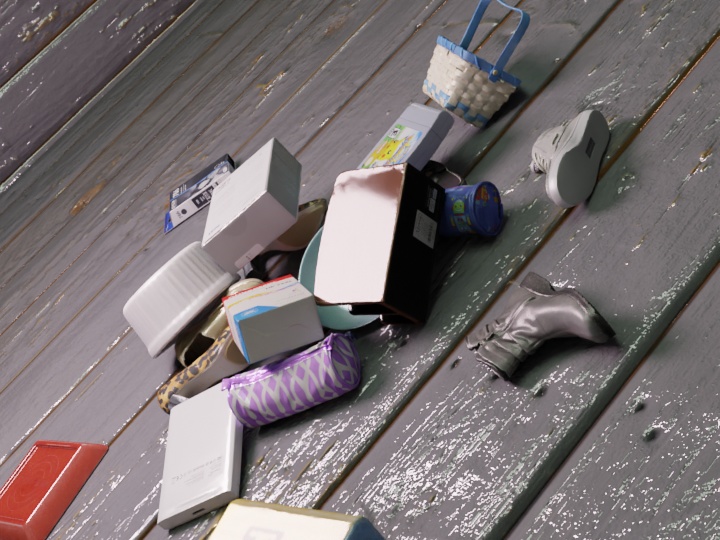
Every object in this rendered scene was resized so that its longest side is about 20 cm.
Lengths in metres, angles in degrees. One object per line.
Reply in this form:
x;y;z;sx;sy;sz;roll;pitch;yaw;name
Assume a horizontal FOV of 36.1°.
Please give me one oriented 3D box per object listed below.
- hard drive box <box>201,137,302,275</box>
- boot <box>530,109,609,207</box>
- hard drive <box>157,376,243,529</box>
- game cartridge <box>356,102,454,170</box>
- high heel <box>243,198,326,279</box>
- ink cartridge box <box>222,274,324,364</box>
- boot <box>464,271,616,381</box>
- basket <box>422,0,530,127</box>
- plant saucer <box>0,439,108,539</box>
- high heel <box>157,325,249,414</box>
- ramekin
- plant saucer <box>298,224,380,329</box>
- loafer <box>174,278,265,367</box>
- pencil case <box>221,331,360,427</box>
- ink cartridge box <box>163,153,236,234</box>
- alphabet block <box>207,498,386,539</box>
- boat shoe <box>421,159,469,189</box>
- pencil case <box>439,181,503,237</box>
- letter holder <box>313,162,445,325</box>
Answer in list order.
-0.180;-0.111;1.855;0.155;0.077;0.201;-38;24;21;hard drive box
0.281;-0.147;1.556;0.095;0.074;0.201;-20;25;42;boot
-0.225;0.257;1.574;0.131;0.027;0.202;-27;39;22;hard drive
0.059;-0.180;1.758;0.201;0.040;0.133;-51;30;-4;game cartridge
-0.143;-0.082;1.931;0.200;0.071;0.143;-42;33;13;high heel
-0.133;0.064;1.607;0.115;0.068;0.200;-19;14;-12;ink cartridge box
0.210;0.083;1.312;0.132;0.070;0.200;-45;18;-6;boot
0.199;-0.357;1.849;0.202;0.137;0.177;-64;23;17;basket
-0.531;0.355;1.817;0.198;0.037;0.201;-6;42;46;plant saucer
-0.244;0.139;1.745;0.141;0.071;0.202;4;59;44;high heel
-0.303;0.044;1.848;0.200;0.098;0.200;-43;1;1;ramekin
0.000;0.000;1.652;0.198;0.039;0.204;-15;59;26;plant saucer
-0.220;0.095;1.791;0.200;0.076;0.069;-42;28;14;loafer
-0.093;0.153;1.536;0.198;0.085;0.085;-26;41;25;pencil case
-0.351;-0.165;2.355;0.199;0.039;0.100;-35;29;9;ink cartridge box
-0.059;0.363;1.080;0.198;0.196;0.197;-6;40;46;alphabet block
0.103;-0.144;1.754;0.072;0.065;0.200;-43;28;-8;boat shoe
0.124;-0.085;1.634;0.198;0.086;0.080;-3;88;49;pencil case
0.024;-0.034;1.560;0.141;0.100;0.203;-3;69;39;letter holder
